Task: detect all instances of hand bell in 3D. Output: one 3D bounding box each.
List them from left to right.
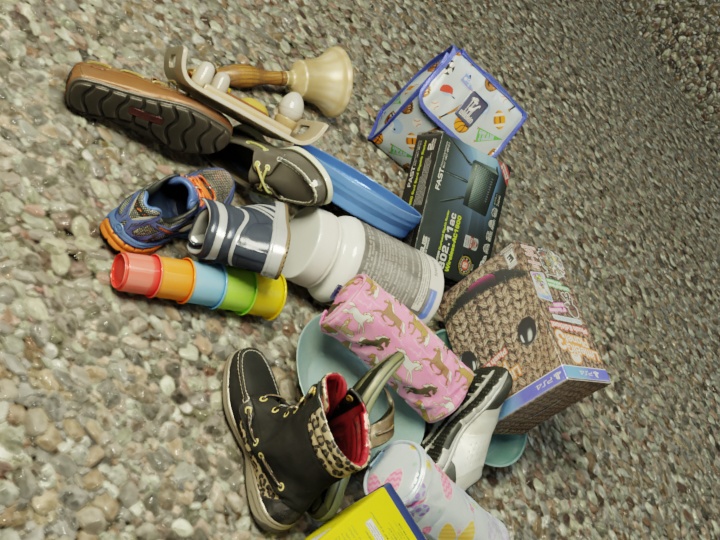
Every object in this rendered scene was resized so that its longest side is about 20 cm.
[{"bbox_3d":[-0.120,-0.277,1.325,0.198,0.104,0.105,-3,61,-34],"label":"hand bell"}]

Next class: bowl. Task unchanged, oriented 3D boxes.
[{"bbox_3d":[-0.010,-0.108,1.241,0.199,0.040,0.201,31,9,-5],"label":"bowl"}]

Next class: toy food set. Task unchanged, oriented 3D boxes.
[{"bbox_3d":[-0.147,-0.221,1.147,0.198,0.061,0.143,27,1,-24],"label":"toy food set"}]

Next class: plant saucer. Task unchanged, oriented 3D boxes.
[{"bbox_3d":[-0.007,0.146,1.104,0.199,0.039,0.203,28,42,-28],"label":"plant saucer"},{"bbox_3d":[0.145,0.176,1.245,0.199,0.036,0.202,29,42,-29],"label":"plant saucer"}]

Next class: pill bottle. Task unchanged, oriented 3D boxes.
[{"bbox_3d":[0.000,0.000,1.172,0.198,0.114,0.115,25,43,-32],"label":"pill bottle"}]

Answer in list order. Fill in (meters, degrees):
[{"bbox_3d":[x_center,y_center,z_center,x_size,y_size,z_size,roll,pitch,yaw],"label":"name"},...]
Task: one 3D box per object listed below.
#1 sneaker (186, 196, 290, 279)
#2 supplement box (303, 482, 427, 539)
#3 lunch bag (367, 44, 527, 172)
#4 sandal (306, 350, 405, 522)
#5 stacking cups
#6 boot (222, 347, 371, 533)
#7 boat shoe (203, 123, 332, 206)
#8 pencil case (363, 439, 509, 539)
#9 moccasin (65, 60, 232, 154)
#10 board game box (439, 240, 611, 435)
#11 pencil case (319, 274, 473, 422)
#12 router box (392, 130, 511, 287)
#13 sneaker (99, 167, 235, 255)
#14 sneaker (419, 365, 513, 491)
[{"bbox_3d":[-0.142,-0.050,1.066,0.107,0.071,0.200,15,13,-12],"label":"sneaker"},{"bbox_3d":[-0.027,0.310,0.881,0.199,0.109,0.110,-24,77,-53],"label":"supplement box"},{"bbox_3d":[0.138,-0.235,1.450,0.169,0.199,0.125,39,37,-17],"label":"lunch bag"},{"bbox_3d":[0.002,0.179,0.991,0.057,0.080,0.203,29,66,-11],"label":"sandal"},{"bbox_3d":[-0.179,0.013,1.022,0.198,0.060,0.061,12,51,-36],"label":"stacking cups"},{"bbox_3d":[-0.067,0.146,0.941,0.073,0.150,0.202,13,50,-39],"label":"boot"},{"bbox_3d":[-0.116,-0.122,1.133,0.060,0.073,0.200,-25,40,-37],"label":"boat shoe"},{"bbox_3d":[0.087,0.270,1.025,0.200,0.083,0.091,47,3,-34],"label":"pencil case"},{"bbox_3d":[-0.249,-0.196,1.100,0.198,0.074,0.078,13,39,-15],"label":"moccasin"},{"bbox_3d":[0.210,0.092,1.223,0.096,0.159,0.202,10,52,-40],"label":"board game box"},{"bbox_3d":[0.044,0.094,1.092,0.200,0.086,0.083,41,68,-14],"label":"pencil case"},{"bbox_3d":[0.131,-0.084,1.347,0.149,0.062,0.203,19,81,-35],"label":"router box"},{"bbox_3d":[-0.202,-0.076,1.048,0.076,0.078,0.200,51,36,-1],"label":"sneaker"},{"bbox_3d":[0.128,0.206,1.131,0.080,0.073,0.201,46,71,-23],"label":"sneaker"}]
